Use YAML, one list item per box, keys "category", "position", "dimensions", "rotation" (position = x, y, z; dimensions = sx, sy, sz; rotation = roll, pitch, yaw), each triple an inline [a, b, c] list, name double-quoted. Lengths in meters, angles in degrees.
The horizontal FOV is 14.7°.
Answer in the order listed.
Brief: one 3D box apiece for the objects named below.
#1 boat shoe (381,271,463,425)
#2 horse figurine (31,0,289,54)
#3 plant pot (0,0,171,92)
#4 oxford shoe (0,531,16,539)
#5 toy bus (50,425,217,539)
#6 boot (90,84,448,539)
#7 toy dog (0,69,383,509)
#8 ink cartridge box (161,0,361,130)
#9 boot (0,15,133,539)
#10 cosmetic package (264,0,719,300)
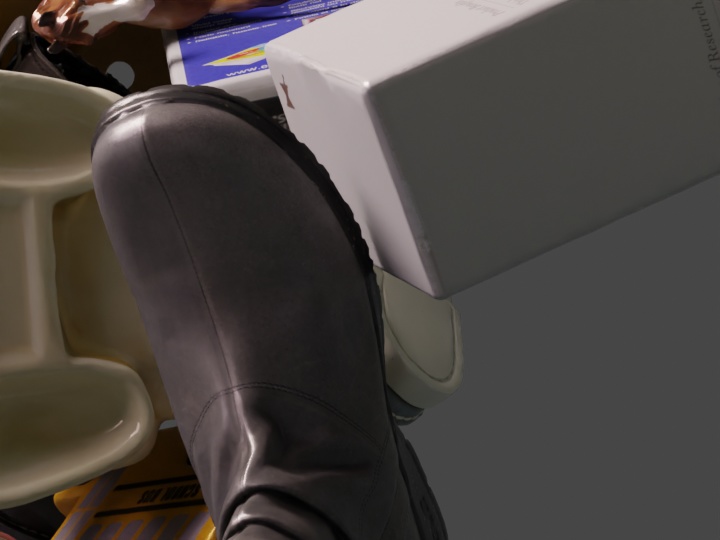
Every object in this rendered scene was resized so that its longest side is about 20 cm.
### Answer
- category: "boat shoe"
  position: [0.000, 0.000, 1.067]
  dimensions: [0.062, 0.073, 0.200]
  rotation: [-37, 22, 20]
- category: "horse figurine"
  position: [-0.077, -0.144, 1.137]
  dimensions: [0.132, 0.050, 0.200]
  rotation: [-17, 36, -4]
- category: "plant pot"
  position: [-0.071, -0.086, 1.279]
  dimensions: [0.200, 0.200, 0.176]
  rotation: [-52, 0, -17]
- category: "oxford shoe"
  position: [-0.148, 0.180, 0.952]
  dimensions: [0.075, 0.070, 0.201]
  rotation: [-51, 25, 45]
- category: "toy bus"
  position: [-0.057, 0.098, 0.988]
  dimensions: [0.078, 0.065, 0.200]
  rotation: [-55, 17, -23]
- category: "boot"
  position: [-0.027, 0.054, 0.791]
  dimensions: [0.070, 0.201, 0.132]
  rotation: [-20, 21, 19]
- category: "toy dog"
  position: [-0.106, -0.001, 0.986]
  dimensions: [0.193, 0.140, 0.200]
  rotation: [-14, 1, -20]
- category: "ink cartridge box"
  position: [0.021, -0.095, 1.107]
  dimensions: [0.197, 0.047, 0.200]
  rotation: [-13, 16, -2]
- category: "boot"
  position: [-0.117, 0.014, 1.127]
  dimensions: [0.174, 0.200, 0.069]
  rotation: [-40, 28, 14]
- category: "cosmetic package"
  position: [0.083, -0.069, 0.847]
  dimensions: [0.199, 0.072, 0.101]
  rotation: [-24, 17, -13]
